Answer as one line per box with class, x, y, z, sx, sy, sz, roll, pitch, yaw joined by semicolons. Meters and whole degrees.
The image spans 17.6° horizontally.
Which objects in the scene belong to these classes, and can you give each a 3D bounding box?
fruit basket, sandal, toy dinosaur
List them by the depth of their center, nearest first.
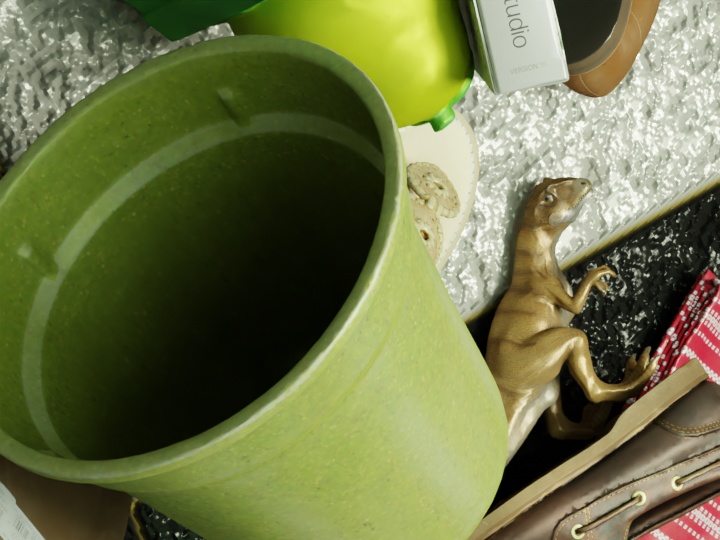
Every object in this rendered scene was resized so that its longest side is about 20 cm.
fruit basket;-0.028;-0.153;0.964;0.215;0.216;0.156;22;81;-32
sandal;0.003;0.004;1.076;0.212;0.070;0.078;-44;115;-22
toy dinosaur;0.083;0.054;1.150;0.106;0.060;0.200;24;71;-19

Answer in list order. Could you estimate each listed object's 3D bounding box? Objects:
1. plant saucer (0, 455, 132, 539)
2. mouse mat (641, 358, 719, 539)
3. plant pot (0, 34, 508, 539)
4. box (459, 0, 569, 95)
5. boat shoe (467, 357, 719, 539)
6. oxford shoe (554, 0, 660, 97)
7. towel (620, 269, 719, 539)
plant saucer;-0.154;0.068;0.951;0.200;0.029;0.200;24;61;-55
mouse mat;0.234;0.105;1.272;0.161;0.008;0.200;44;72;-28
plant pot;-0.034;0.038;0.948;0.200;0.200;0.184;-58;138;-16
box;0.048;-0.162;1.024;0.036;0.200;0.144;-14;102;-1
boat shoe;0.111;0.123;1.133;0.200;0.070;0.070;-34;80;-12
oxford shoe;0.133;-0.180;1.161;0.071;0.071;0.200;40;69;-59
towel;0.181;0.120;1.223;0.145;0.022;0.200;40;73;-29
